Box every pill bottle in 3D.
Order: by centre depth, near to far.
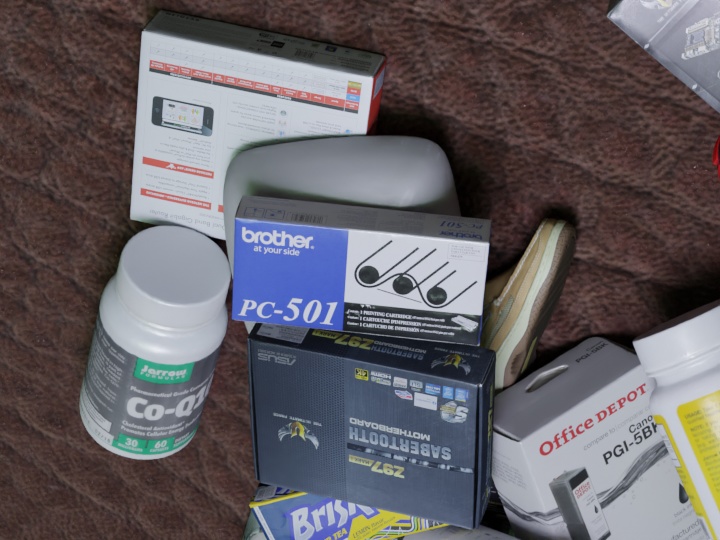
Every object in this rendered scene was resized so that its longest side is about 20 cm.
[{"bbox_3d":[0.303,0.129,1.515,0.114,0.114,0.201,-24,88,24],"label":"pill bottle"},{"bbox_3d":[-0.178,0.063,1.635,0.113,0.113,0.200,21,134,2],"label":"pill bottle"}]

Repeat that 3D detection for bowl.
[{"bbox_3d":[-0.015,-0.005,1.547,0.199,0.075,0.201,-3,121,9],"label":"bowl"}]

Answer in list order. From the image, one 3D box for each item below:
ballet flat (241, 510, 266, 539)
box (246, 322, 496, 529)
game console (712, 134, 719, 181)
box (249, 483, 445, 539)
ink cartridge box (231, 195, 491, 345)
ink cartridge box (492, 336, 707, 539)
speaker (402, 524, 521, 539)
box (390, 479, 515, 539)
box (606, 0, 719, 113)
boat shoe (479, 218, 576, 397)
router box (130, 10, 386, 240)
[{"bbox_3d":[-0.094,0.295,1.787,0.069,0.071,0.200,22,121,2],"label":"ballet flat"},{"bbox_3d":[0.009,0.121,1.530,0.199,0.051,0.158,11,129,15],"label":"box"},{"bbox_3d":[0.376,-0.046,1.422,0.199,0.031,0.178,-11,80,-10],"label":"game console"},{"bbox_3d":[0.008,0.195,1.651,0.199,0.064,0.070,-16,112,23],"label":"box"},{"bbox_3d":[0.000,0.000,1.479,0.199,0.044,0.094,6,119,4],"label":"ink cartridge box"},{"bbox_3d":[0.201,0.181,1.605,0.147,0.083,0.200,-30,114,-18],"label":"ink cartridge box"},{"bbox_3d":[0.113,0.262,1.594,0.081,0.081,0.200,59,159,-19],"label":"speaker"},{"bbox_3d":[0.075,0.191,1.703,0.199,0.044,0.161,10,120,8],"label":"box"},{"bbox_3d":[0.310,-0.219,1.419,0.158,0.048,0.200,38,120,-7],"label":"box"},{"bbox_3d":[0.121,0.034,1.597,0.076,0.072,0.200,29,121,16],"label":"boat shoe"},{"bbox_3d":[-0.090,-0.111,1.577,0.199,0.049,0.180,13,120,7],"label":"router box"}]
